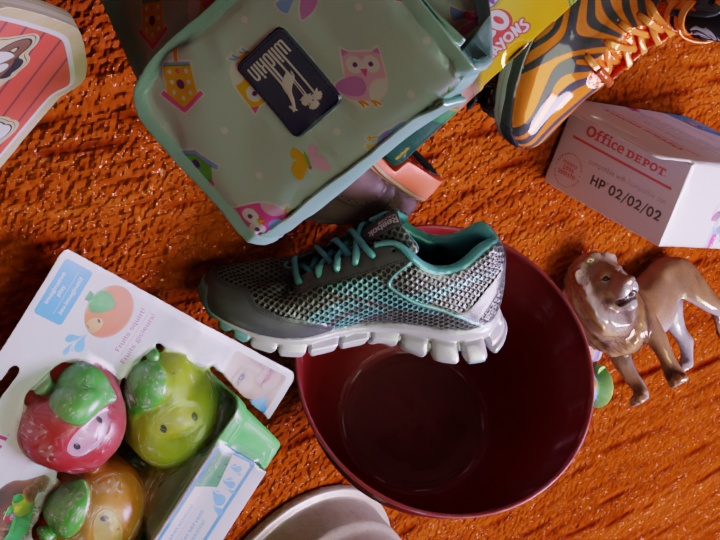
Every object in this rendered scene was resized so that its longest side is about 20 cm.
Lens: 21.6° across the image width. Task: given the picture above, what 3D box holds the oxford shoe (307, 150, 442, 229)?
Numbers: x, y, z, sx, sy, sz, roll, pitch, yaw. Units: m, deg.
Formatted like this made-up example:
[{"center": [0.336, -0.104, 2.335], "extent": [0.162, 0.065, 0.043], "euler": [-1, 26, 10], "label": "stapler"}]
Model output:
[{"center": [-0.029, -0.065, 1.139], "extent": [0.073, 0.071, 0.199], "euler": [-50, 139, 12], "label": "oxford shoe"}]

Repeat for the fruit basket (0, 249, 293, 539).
[{"center": [-0.147, 0.105, 1.105], "extent": [0.200, 0.094, 0.186], "euler": [32, 92, -49], "label": "fruit basket"}]

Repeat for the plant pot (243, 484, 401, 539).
[{"center": [0.008, 0.286, 1.335], "extent": [0.200, 0.183, 0.202], "euler": [-29, 135, -33], "label": "plant pot"}]

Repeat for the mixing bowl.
[{"center": [0.044, 0.083, 1.254], "extent": [0.200, 0.200, 0.109], "euler": [-38, 168, -25], "label": "mixing bowl"}]

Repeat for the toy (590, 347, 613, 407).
[{"center": [0.129, 0.100, 1.453], "extent": [0.199, 0.047, 0.116], "euler": [-6, 118, -47], "label": "toy"}]

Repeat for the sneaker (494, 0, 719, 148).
[{"center": [0.169, -0.148, 1.149], "extent": [0.201, 0.112, 0.077], "euler": [-58, 150, 2], "label": "sneaker"}]

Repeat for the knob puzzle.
[{"center": [-0.205, -0.064, 0.872], "extent": [0.218, 0.031, 0.220], "euler": [-28, 170, -5], "label": "knob puzzle"}]

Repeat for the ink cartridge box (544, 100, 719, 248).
[{"center": [0.218, -0.069, 1.377], "extent": [0.199, 0.115, 0.068], "euler": [2, 114, -49], "label": "ink cartridge box"}]

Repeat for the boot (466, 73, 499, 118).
[{"center": [0.085, -0.161, 1.197], "extent": [0.203, 0.073, 0.155], "euler": [-20, 133, -38], "label": "boot"}]

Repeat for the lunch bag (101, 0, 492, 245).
[{"center": [-0.032, -0.134, 0.934], "extent": [0.170, 0.201, 0.121], "euler": [-36, 152, 31], "label": "lunch bag"}]

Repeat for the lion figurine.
[{"center": [0.232, 0.029, 1.501], "extent": [0.072, 0.123, 0.200], "euler": [-29, 177, 32], "label": "lion figurine"}]

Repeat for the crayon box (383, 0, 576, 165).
[{"center": [0.046, -0.169, 1.069], "extent": [0.200, 0.058, 0.119], "euler": [-42, 123, 17], "label": "crayon box"}]

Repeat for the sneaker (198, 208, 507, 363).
[{"center": [0.000, 0.000, 1.163], "extent": [0.198, 0.078, 0.092], "euler": [1, 124, -15], "label": "sneaker"}]
